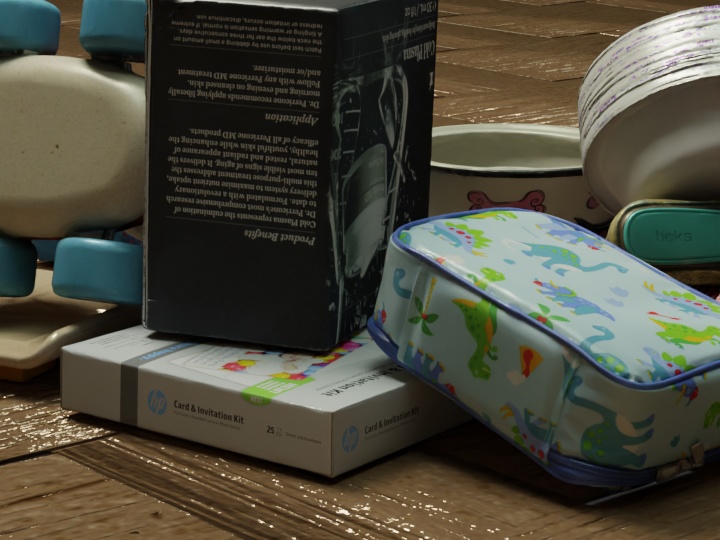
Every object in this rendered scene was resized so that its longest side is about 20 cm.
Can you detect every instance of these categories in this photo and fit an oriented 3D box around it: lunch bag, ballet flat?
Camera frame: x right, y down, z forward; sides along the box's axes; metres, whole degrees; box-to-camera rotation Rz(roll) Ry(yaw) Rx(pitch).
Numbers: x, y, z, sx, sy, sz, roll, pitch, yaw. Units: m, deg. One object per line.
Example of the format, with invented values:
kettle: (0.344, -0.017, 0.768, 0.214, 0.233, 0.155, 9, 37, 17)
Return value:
lunch bag: (0.118, 0.038, 1.223, 0.199, 0.083, 0.160, 32, 29, 36)
ballet flat: (0.262, -0.018, 1.518, 0.198, 0.071, 0.071, 2, 13, -6)

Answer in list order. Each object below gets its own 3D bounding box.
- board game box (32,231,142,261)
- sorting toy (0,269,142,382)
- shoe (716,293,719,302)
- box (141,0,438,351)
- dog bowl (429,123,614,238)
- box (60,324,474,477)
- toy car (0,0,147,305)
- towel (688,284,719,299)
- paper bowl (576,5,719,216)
board game box: (-0.115, -0.073, 1.638, 0.195, 0.056, 0.200, 3, 30, 43)
sorting toy: (-0.227, 0.033, 1.431, 0.199, 0.037, 0.185, 2, 13, 27)
shoe: (0.243, 0.055, 1.280, 0.090, 0.072, 0.200, 0, 10, 18)
box: (-0.039, -0.073, 1.347, 0.123, 0.198, 0.200, 8, 14, 18)
dog bowl: (0.117, -0.062, 1.733, 0.198, 0.074, 0.200, 0, 14, 0)
box: (-0.049, 0.064, 1.283, 0.199, 0.042, 0.155, 12, 17, 35)
toy car: (-0.153, -0.067, 1.435, 0.176, 0.186, 0.200, 2, -6, 29)
towel: (0.234, 0.006, 1.573, 0.143, 0.023, 0.200, 9, 17, 23)
paper bowl: (0.253, -0.086, 1.559, 0.199, 0.201, 0.105, 0, 57, -1)
